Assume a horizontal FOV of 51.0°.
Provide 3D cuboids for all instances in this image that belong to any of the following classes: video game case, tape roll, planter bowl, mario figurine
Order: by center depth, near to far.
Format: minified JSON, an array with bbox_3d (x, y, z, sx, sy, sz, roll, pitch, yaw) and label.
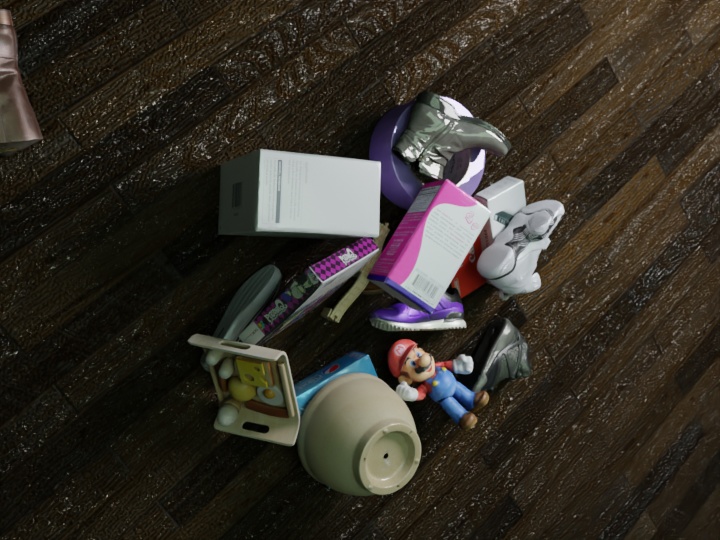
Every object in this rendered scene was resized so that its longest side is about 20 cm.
[{"bbox_3d":[-0.077,0.032,1.177,0.036,0.181,0.200,50,30,5],"label":"video game case"},{"bbox_3d":[0.015,0.283,1.236,0.200,0.135,0.201,-8,105,-31],"label":"planter bowl"},{"bbox_3d":[0.136,0.193,1.341,0.200,0.123,0.106,37,113,-3],"label":"mario figurine"},{"bbox_3d":[0.122,-0.208,1.367,0.199,0.085,0.201,-1,93,-27],"label":"tape roll"}]

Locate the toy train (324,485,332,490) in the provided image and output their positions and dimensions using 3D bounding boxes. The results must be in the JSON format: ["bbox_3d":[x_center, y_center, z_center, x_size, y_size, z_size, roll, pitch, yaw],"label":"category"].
[{"bbox_3d":[-0.007,0.300,1.342,0.056,0.042,0.200,32,77,-35],"label":"toy train"}]

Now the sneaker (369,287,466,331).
[{"bbox_3d":[0.102,0.060,1.379,0.200,0.070,0.100,2,84,-31],"label":"sneaker"}]

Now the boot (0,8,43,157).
[{"bbox_3d":[-0.552,-0.251,1.039,0.186,0.064,0.201,-12,102,-24],"label":"boot"}]

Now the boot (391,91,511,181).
[{"bbox_3d":[0.154,-0.209,1.308,0.200,0.068,0.131,24,85,-18],"label":"boot"}]

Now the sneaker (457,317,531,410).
[{"bbox_3d":[0.263,0.202,1.455,0.114,0.076,0.200,40,69,-16],"label":"sneaker"}]

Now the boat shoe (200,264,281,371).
[{"bbox_3d":[-0.182,0.086,1.236,0.071,0.072,0.200,36,86,-31],"label":"boat shoe"}]

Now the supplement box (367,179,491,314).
[{"bbox_3d":[0.114,-0.041,1.266,0.101,0.103,0.200,34,83,-16],"label":"supplement box"}]

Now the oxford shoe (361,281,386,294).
[{"bbox_3d":[0.081,-0.017,1.347,0.200,0.071,0.071,-25,109,-11],"label":"oxford shoe"}]

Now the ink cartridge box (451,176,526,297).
[{"bbox_3d":[0.240,-0.052,1.418,0.173,0.044,0.200,-30,125,-24],"label":"ink cartridge box"}]

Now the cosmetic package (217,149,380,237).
[{"bbox_3d":[-0.100,-0.113,1.191,0.199,0.199,0.123,3,90,-27],"label":"cosmetic package"}]

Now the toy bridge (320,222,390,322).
[{"bbox_3d":[0.000,0.000,1.320,0.027,0.067,0.200,35,77,-23],"label":"toy bridge"}]

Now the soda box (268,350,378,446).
[{"bbox_3d":[-0.067,0.215,1.293,0.200,0.064,0.068,-28,103,-23],"label":"soda box"}]

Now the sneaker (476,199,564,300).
[{"bbox_3d":[0.309,-0.035,1.404,0.200,0.075,0.115,-44,131,-7],"label":"sneaker"}]

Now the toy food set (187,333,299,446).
[{"bbox_3d":[-0.178,0.186,1.155,0.060,0.143,0.200,-64,157,-45],"label":"toy food set"}]
